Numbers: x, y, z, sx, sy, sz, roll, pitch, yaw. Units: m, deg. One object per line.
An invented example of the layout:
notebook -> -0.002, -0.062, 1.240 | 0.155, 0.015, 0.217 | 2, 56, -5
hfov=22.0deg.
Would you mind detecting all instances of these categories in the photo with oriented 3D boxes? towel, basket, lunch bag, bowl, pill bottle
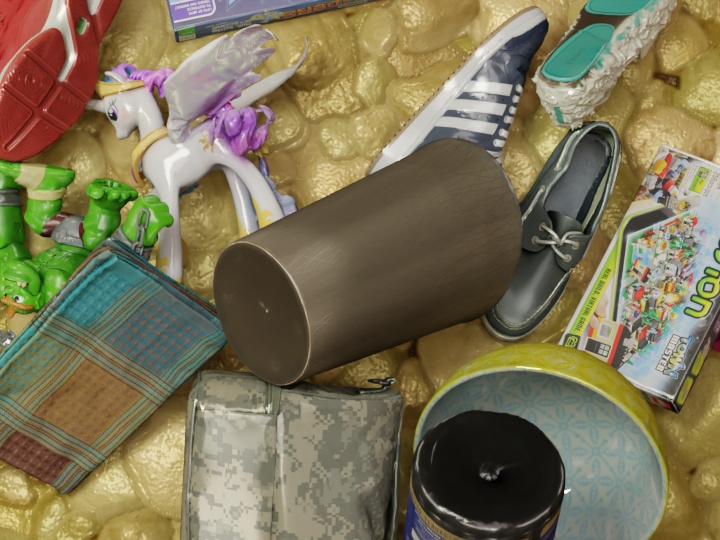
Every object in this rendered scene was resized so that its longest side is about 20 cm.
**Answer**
towel -> -0.206, 0.079, 1.415 | 0.200, 0.022, 0.147 | -45, 131, 11
basket -> 0.000, 0.000, 1.403 | 0.200, 0.180, 0.136 | -23, 68, -38
lunch bag -> -0.051, 0.178, 1.418 | 0.168, 0.139, 0.200 | 3, 89, -2
bowl -> 0.151, 0.128, 1.457 | 0.200, 0.200, 0.108 | 28, 36, 0
pill bottle -> 0.087, 0.205, 1.384 | 0.112, 0.200, 0.112 | 2, 48, -2

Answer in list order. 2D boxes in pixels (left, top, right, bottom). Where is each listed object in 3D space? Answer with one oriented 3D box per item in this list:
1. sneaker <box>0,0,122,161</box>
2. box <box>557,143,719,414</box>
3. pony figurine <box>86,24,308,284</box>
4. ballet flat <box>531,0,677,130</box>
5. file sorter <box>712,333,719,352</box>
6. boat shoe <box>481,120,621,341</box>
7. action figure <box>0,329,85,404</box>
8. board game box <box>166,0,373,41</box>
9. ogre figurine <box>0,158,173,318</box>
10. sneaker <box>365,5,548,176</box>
sneaker -> -0.267, -0.177, 1.491 | 0.078, 0.115, 0.200 | 43, 66, -39
box -> 0.253, 0.005, 1.513 | 0.110, 0.035, 0.200 | 23, 78, 25
pony figurine -> -0.120, -0.102, 1.469 | 0.193, 0.167, 0.200 | -24, 80, 11
ballet flat -> 0.208, -0.189, 1.545 | 0.072, 0.072, 0.200 | 41, 59, 3
file sorter -> 0.394, -0.005, 1.495 | 0.125, 0.139, 0.200 | 28, 79, -1
boat shoe -> 0.157, -0.037, 1.519 | 0.073, 0.062, 0.200 | 29, 79, 1
action figure -> -0.275, 0.077, 1.451 | 0.200, 0.118, 0.055 | 2, 97, -14
board game box -> -0.073, -0.279, 1.555 | 0.200, 0.034, 0.136 | -12, 81, -6
ogre figurine -> -0.231, -0.018, 1.450 | 0.200, 0.098, 0.120 | 12, 99, 17
sneaker -> 0.109, -0.116, 1.524 | 0.108, 0.070, 0.200 | 43, 87, 8
